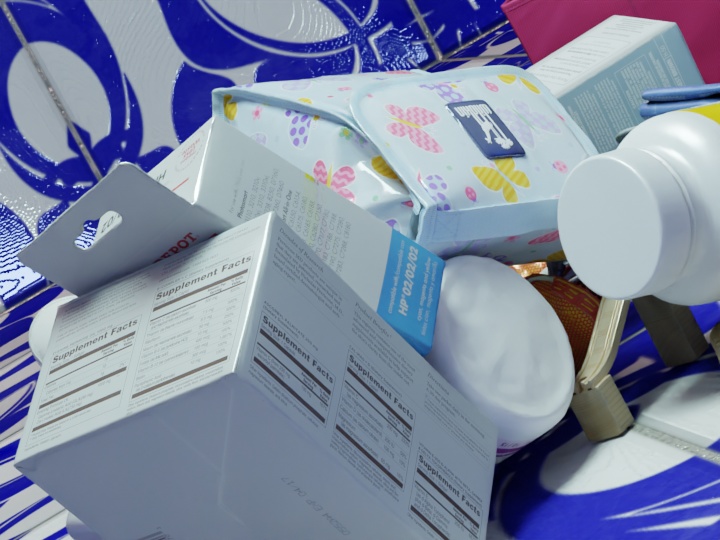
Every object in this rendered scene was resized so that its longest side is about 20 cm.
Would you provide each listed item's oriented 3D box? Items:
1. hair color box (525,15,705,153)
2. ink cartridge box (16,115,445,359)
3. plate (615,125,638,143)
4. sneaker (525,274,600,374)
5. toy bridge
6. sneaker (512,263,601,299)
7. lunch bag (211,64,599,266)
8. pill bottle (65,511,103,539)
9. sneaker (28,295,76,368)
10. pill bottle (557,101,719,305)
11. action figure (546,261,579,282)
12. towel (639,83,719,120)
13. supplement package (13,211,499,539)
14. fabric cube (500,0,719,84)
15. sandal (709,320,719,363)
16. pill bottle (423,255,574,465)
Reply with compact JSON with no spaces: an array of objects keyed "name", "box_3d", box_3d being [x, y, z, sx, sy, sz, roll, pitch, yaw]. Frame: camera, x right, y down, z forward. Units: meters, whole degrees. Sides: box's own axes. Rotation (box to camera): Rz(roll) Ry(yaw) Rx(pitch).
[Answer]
[{"name":"hair color box","box_3d":[0.131,-0.101,1.843,0.199,0.061,0.099,-32,17,-13]},{"name":"ink cartridge box","box_3d":[-0.068,-0.005,1.415,0.115,0.200,0.068,-36,31,41]},{"name":"plate","box_3d":[0.269,-0.083,1.758,0.199,0.026,0.200,-1,-4,0]},{"name":"sneaker","box_3d":[0.089,0.058,1.642,0.077,0.073,0.200,-50,11,-31]},{"name":"toy bridge","box_3d":[0.179,0.023,1.561,0.027,0.067,0.200,-20,14,45]},{"name":"sneaker","box_3d":[0.075,0.025,1.789,0.199,0.073,0.077,-26,46,-12]},{"name":"lunch bag","box_3d":[0.034,-0.057,1.569,0.169,0.128,0.200,-8,18,-39]},{"name":"pill bottle","box_3d":[-0.099,0.084,1.636,0.114,0.114,0.201,-13,55,59]},{"name":"sneaker","box_3d":[-0.137,0.045,1.536,0.200,0.099,0.078,18,77,45]},{"name":"pill bottle","box_3d":[0.210,-0.041,1.520,0.199,0.112,0.111,-14,-2,-39]},{"name":"action figure","box_3d":[0.217,-0.035,1.717,0.199,0.070,0.130,-8,-9,0]},{"name":"towel","box_3d":[0.291,-0.107,1.753,0.146,0.024,0.200,-3,-2,35]},{"name":"supplement package","box_3d":[-0.051,0.091,1.383,0.155,0.200,0.111,-22,39,32]},{"name":"fabric cube","box_3d":[0.258,-0.176,1.993,0.199,0.200,0.196,-23,12,31]},{"name":"sandal","box_3d":[0.216,0.025,1.422,0.077,0.070,0.212,-29,9,0]},{"name":"pill bottle","box_3d":[0.021,0.083,1.527,0.200,0.112,0.112,-38,1,41]}]
